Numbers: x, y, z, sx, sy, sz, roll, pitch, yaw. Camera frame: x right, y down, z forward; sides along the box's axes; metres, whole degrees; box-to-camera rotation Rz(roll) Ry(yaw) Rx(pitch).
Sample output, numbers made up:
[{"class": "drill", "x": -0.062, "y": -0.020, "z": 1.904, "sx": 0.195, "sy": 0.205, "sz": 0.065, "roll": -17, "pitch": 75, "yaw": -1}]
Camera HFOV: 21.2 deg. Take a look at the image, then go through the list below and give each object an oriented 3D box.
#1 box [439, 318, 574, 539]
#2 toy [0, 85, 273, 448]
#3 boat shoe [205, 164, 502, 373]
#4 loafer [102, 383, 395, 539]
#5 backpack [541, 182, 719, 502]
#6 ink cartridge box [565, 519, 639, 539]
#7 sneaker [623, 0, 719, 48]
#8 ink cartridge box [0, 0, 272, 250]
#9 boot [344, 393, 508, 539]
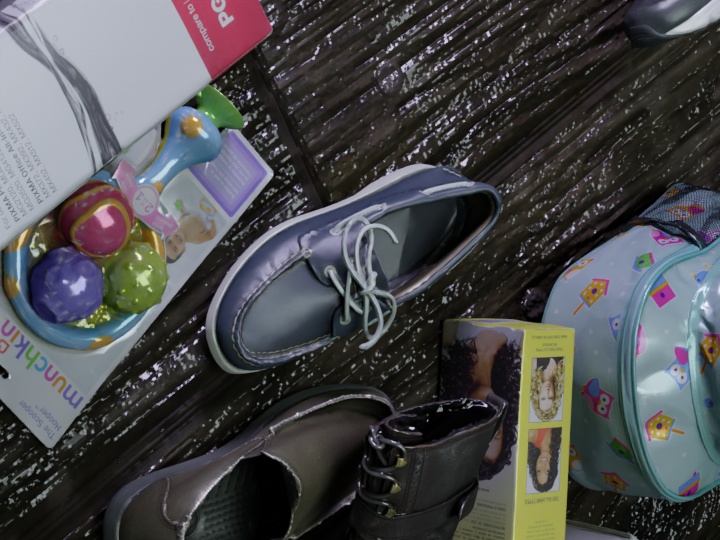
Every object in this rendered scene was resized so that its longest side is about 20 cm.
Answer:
[{"class": "box", "x": 0.085, "y": 0.132, "z": 1.173, "sx": 0.050, "sy": 0.075, "sz": 0.203, "roll": 0, "pitch": 93, "yaw": -41}, {"class": "toy", "x": -0.127, "y": -0.018, "z": 1.002, "sx": 0.115, "sy": 0.047, "sz": 0.201, "roll": 50, "pitch": 63, "yaw": -29}, {"class": "boat shoe", "x": 0.000, "y": 0.000, "z": 1.098, "sx": 0.199, "sy": 0.062, "sz": 0.076, "roll": -28, "pitch": 112, "yaw": -34}, {"class": "loafer", "x": -0.046, "y": 0.123, "z": 1.066, "sx": 0.199, "sy": 0.069, "sz": 0.076, "roll": -26, "pitch": 110, "yaw": -35}, {"class": "backpack", "x": 0.212, "y": 0.053, "z": 1.221, "sx": 0.199, "sy": 0.153, "sz": 0.178, "roll": -25, "pitch": 113, "yaw": -33}, {"class": "ink cartridge box", "x": 0.177, "y": 0.271, "z": 1.249, "sx": 0.200, "sy": 0.087, "sz": 0.146, "roll": 38, "pitch": 70, "yaw": -36}, {"class": "sneaker", "x": 0.217, "y": -0.224, "z": 1.260, "sx": 0.085, "sy": 0.074, "sz": 0.200, "roll": 53, "pitch": 53, "yaw": -22}, {"class": "ink cartridge box", "x": -0.164, "y": -0.091, "z": 0.903, "sx": 0.200, "sy": 0.145, "sz": 0.084, "roll": -42, "pitch": 119, "yaw": -29}, {"class": "boot", "x": -0.001, "y": 0.159, "z": 1.070, "sx": 0.199, "sy": 0.069, "sz": 0.176, "roll": -22, "pitch": 132, "yaw": -46}]
